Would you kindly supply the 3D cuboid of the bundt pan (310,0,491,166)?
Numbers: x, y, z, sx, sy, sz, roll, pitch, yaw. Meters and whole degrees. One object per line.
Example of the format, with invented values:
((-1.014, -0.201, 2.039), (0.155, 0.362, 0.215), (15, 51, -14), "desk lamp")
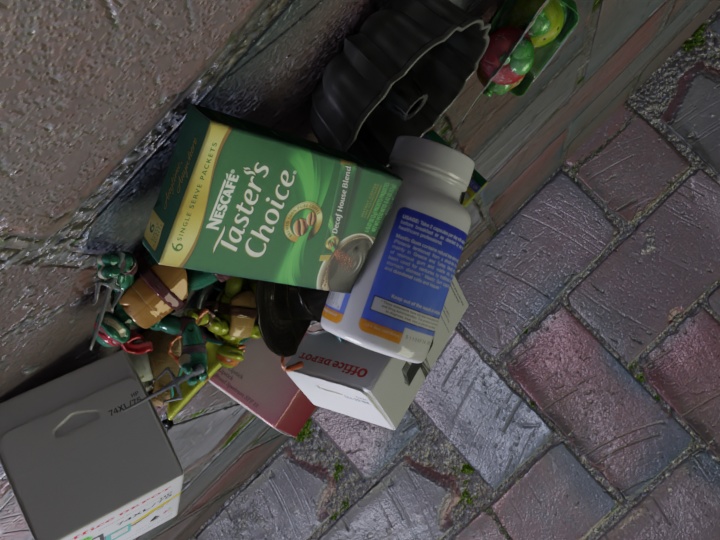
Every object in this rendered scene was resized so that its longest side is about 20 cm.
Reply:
((0.029, -0.181, 0.744), (0.202, 0.076, 0.202), (-42, 169, -10), "bundt pan")

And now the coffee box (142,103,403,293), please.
((-0.068, -0.051, 0.646), (0.199, 0.044, 0.124), (12, 111, -41), "coffee box")

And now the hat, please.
((-0.046, -0.008, 0.821), (0.080, 0.203, 0.200), (0, 180, 15), "hat")

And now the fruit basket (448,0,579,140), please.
((0.188, -0.258, 0.929), (0.186, 0.093, 0.201), (-55, -176, 44), "fruit basket")

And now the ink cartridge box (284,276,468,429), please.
((0.022, 0.082, 0.969), (0.201, 0.143, 0.084), (-54, 132, -28), "ink cartridge box")

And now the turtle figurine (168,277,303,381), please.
((-0.125, 0.038, 0.845), (0.199, 0.064, 0.163), (16, 86, -49), "turtle figurine")

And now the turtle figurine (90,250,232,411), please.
((-0.178, 0.019, 0.694), (0.200, 0.101, 0.150), (-45, 130, -3), "turtle figurine")

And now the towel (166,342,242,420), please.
((-0.199, 0.111, 1.058), (0.200, 0.018, 0.086), (-46, -157, 13), "towel")

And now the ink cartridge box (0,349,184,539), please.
((-0.283, 0.207, 0.813), (0.146, 0.147, 0.200), (-24, 161, -25), "ink cartridge box")

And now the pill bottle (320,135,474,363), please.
((0.043, -0.022, 0.759), (0.112, 0.111, 0.202), (22, 87, -78), "pill bottle")

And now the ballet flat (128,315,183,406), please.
((-0.250, 0.115, 0.909), (0.072, 0.068, 0.200), (-15, 160, -26), "ballet flat")

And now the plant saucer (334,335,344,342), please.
((-0.047, 0.014, 0.998), (0.070, 0.200, 0.019), (-43, 130, -1), "plant saucer")

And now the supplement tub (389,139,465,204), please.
((0.043, -0.092, 1.017), (0.199, 0.123, 0.123), (-31, 163, -49), "supplement tub")

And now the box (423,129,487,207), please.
((0.080, -0.094, 1.154), (0.200, 0.117, 0.048), (-50, 174, 29), "box")

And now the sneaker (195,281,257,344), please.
((-0.125, 0.021, 0.933), (0.200, 0.084, 0.121), (-41, 178, 9), "sneaker")

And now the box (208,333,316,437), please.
((-0.097, 0.111, 1.093), (0.201, 0.127, 0.109), (-56, 160, -9), "box")

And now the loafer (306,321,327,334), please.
((0.000, 0.000, 0.908), (0.199, 0.072, 0.063), (-32, 132, 14), "loafer")

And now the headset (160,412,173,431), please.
((-0.315, 0.265, 1.103), (0.093, 0.125, 0.200), (-21, -167, 13), "headset")
